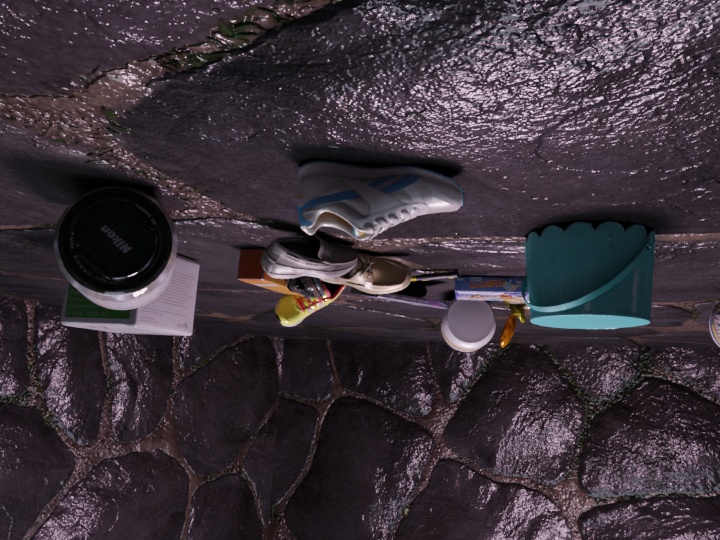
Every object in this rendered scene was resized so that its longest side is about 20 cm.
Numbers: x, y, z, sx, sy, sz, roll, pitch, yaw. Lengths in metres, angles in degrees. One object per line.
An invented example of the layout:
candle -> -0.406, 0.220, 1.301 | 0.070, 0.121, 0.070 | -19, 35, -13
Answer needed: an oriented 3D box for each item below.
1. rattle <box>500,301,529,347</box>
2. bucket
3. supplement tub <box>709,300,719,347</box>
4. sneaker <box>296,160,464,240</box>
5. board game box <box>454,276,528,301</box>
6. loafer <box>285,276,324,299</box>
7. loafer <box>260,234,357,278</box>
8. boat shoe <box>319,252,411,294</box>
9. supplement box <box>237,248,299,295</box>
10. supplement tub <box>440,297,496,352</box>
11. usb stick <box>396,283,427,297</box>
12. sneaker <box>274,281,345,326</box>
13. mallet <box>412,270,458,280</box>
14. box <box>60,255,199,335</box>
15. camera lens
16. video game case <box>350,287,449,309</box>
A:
rattle -> 0.454, 0.119, 1.466 | 0.197, 0.144, 0.131 | 9, 153, 1
bucket -> 0.353, 0.015, 0.929 | 0.204, 0.137, 0.207 | 3, 168, 1
supplement tub -> 0.818, 0.104, 1.220 | 0.143, 0.147, 0.200 | 1, 169, 16
sneaker -> 0.023, -0.077, 0.705 | 0.197, 0.082, 0.077 | 2, 168, 2
board game box -> 0.318, 0.044, 1.372 | 0.197, 0.035, 0.135 | 1, 169, 10
loafer -> -0.111, 0.028, 1.153 | 0.062, 0.072, 0.200 | -27, -176, -6
loafer -> -0.078, -0.028, 1.037 | 0.199, 0.070, 0.070 | -6, 138, -43
boat shoe -> 0.000, 0.000, 1.160 | 0.198, 0.073, 0.065 | 9, 169, 10
supplement box -> -0.178, 0.007, 1.264 | 0.068, 0.067, 0.200 | -1, 168, 25
supplement tub -> 0.291, 0.144, 1.616 | 0.143, 0.146, 0.200 | 2, 170, 7
usb stick -> 0.076, 0.039, 1.437 | 0.198, 0.033, 0.055 | 11, 169, -37
sneaker -> -0.112, 0.059, 1.378 | 0.199, 0.079, 0.090 | -34, -174, -35
mallet -> 0.120, 0.019, 1.320 | 0.198, 0.042, 0.066 | -4, 169, 15
box -> -0.491, 0.046, 1.291 | 0.197, 0.174, 0.200 | 0, 168, 19
camera lens -> -0.356, -0.026, 0.887 | 0.158, 0.162, 0.200 | 7, 169, -17
video game case -> 0.094, 0.067, 1.441 | 0.198, 0.019, 0.142 | 12, 176, -27
